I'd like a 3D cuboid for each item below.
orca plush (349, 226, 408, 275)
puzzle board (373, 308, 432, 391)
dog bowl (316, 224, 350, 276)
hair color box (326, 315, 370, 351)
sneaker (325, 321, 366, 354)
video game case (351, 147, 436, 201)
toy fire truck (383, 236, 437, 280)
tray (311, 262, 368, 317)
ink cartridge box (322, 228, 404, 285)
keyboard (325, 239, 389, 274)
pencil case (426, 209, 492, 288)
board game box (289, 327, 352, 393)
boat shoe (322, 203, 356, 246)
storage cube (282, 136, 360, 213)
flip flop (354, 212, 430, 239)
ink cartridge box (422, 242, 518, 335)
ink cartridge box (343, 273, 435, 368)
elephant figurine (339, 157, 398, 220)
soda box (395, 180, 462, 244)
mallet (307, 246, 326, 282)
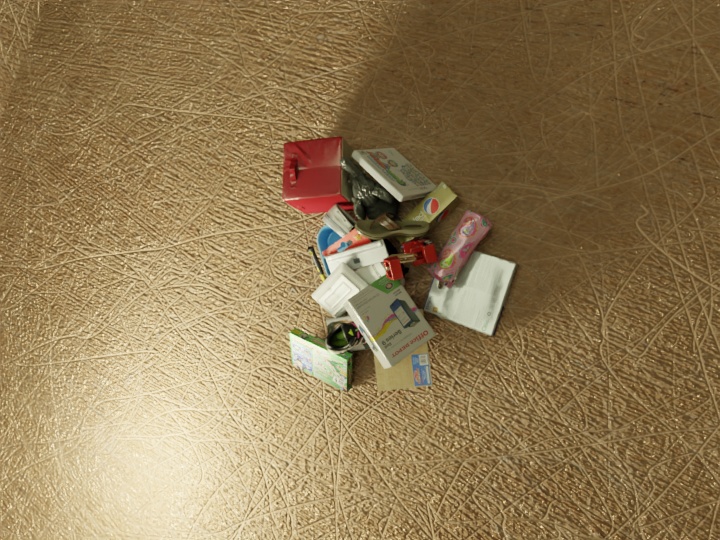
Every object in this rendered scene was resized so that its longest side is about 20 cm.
[{"bbox_3d":[0.054,-0.049,1.411,0.105,0.071,0.201,-37,95,-8],"label":"orca plush"},{"bbox_3d":[0.108,0.212,1.375,0.150,0.017,0.202,-9,82,17],"label":"puzzle board"},{"bbox_3d":[-0.067,-0.051,1.527,0.111,0.050,0.201,-23,74,19],"label":"dog bowl"},{"bbox_3d":[0.007,0.174,1.460,0.199,0.061,0.100,-11,80,22],"label":"hair color box"},{"bbox_3d":[-0.011,0.162,1.362,0.199,0.087,0.074,-27,76,9],"label":"sneaker"},{"bbox_3d":[0.099,-0.268,1.416,0.200,0.181,0.024,46,128,21],"label":"video game case"},{"bbox_3d":[0.118,-0.035,1.305,0.140,0.200,0.049,-16,103,-4],"label":"toy fire truck"},{"bbox_3d":[-0.062,0.065,1.450,0.107,0.022,0.200,42,136,-2],"label":"tray"},{"bbox_3d":[0.000,0.000,1.417,0.161,0.050,0.200,-32,108,36],"label":"ink cartridge box"},{"bbox_3d":[-0.012,-0.034,1.392,0.199,0.011,0.057,-15,105,35],"label":"keyboard"},{"bbox_3d":[0.255,-0.056,1.326,0.087,0.087,0.201,35,96,23],"label":"pencil case"},{"bbox_3d":[-0.114,0.257,1.478,0.199,0.029,0.135,21,130,24],"label":"board game box"},{"bbox_3d":[-0.013,-0.109,1.464,0.199,0.074,0.067,36,109,-8],"label":"boat shoe"},{"bbox_3d":[-0.108,-0.270,1.496,0.178,0.200,0.173,-2,82,17],"label":"storage cube"},{"bbox_3d":[0.084,-0.123,1.351,0.198,0.081,0.058,0,126,1],"label":"flip flop"},{"bbox_3d":[0.289,0.047,1.364,0.199,0.043,0.198,20,91,28],"label":"ink cartridge box"},{"bbox_3d":[0.072,0.125,1.305,0.145,0.088,0.201,-32,85,-15],"label":"ink cartridge box"},{"bbox_3d":[0.023,-0.204,1.425,0.154,0.200,0.142,22,92,24],"label":"elephant figurine"},{"bbox_3d":[0.181,-0.148,1.421,0.200,0.068,0.064,-45,70,13],"label":"soda box"},{"bbox_3d":[-0.117,0.014,1.484,0.065,0.201,0.041,-1,38,37],"label":"mallet"}]
